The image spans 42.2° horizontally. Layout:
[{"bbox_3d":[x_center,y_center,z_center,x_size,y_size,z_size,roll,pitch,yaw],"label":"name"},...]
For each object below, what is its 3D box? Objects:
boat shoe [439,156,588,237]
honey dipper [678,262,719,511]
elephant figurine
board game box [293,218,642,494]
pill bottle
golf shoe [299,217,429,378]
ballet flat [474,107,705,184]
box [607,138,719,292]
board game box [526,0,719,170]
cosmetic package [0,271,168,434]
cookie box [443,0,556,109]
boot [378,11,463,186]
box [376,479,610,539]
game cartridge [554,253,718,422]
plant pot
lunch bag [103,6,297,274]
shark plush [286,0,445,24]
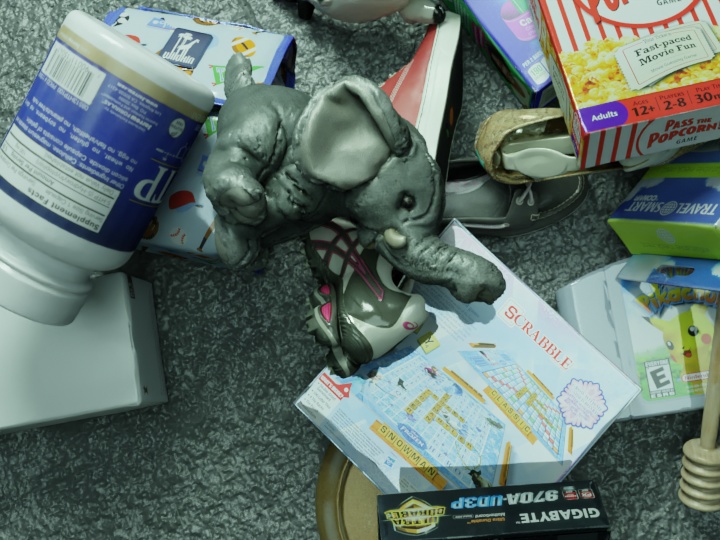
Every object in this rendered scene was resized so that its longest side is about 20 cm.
[{"bbox_3d":[0.097,-0.063,0.790,0.196,0.057,0.068,-6,82,5],"label":"boat shoe"},{"bbox_3d":[0.275,0.089,0.720,0.037,0.038,0.204,2,108,6],"label":"honey dipper"},{"bbox_3d":[-0.001,-0.068,0.662,0.196,0.142,0.157,-5,121,12],"label":"elephant figurine"},{"bbox_3d":[0.083,0.101,0.747,0.200,0.041,0.200,43,91,9],"label":"board game box"},{"bbox_3d":[-0.201,-0.069,0.675,0.119,0.120,0.202,32,97,9],"label":"pill bottle"},{"bbox_3d":[0.000,0.000,0.742,0.087,0.078,0.201,-23,38,7],"label":"golf shoe"},{"bbox_3d":[0.185,-0.097,0.720,0.197,0.066,0.071,-9,123,19],"label":"ballet flat"},{"bbox_3d":[0.283,-0.077,0.724,0.048,0.122,0.201,45,76,-20],"label":"box"},{"bbox_3d":[0.210,-0.183,0.694,0.149,0.046,0.203,-12,61,2],"label":"board game box"},{"bbox_3d":[-0.274,0.077,0.796,0.196,0.081,0.115,-9,82,3],"label":"cosmetic package"},{"bbox_3d":[0.155,-0.269,0.804,0.170,0.075,0.201,-36,80,0],"label":"cookie box"},{"bbox_3d":[0.011,-0.142,0.784,0.142,0.073,0.202,5,56,17],"label":"boot"},{"bbox_3d":[0.092,0.243,0.687,0.156,0.046,0.203,-3,125,-2],"label":"box"},{"bbox_3d":[0.266,0.048,0.771,0.196,0.040,0.136,-10,78,4],"label":"game cartridge"},{"bbox_3d":[0.058,0.195,0.774,0.196,0.027,0.204,-1,83,6],"label":"plant pot"},{"bbox_3d":[-0.151,-0.116,0.787,0.167,0.124,0.203,12,83,8],"label":"lunch bag"},{"bbox_3d":[0.003,-0.254,0.801,0.090,0.198,0.085,17,77,-37],"label":"shark plush"}]
